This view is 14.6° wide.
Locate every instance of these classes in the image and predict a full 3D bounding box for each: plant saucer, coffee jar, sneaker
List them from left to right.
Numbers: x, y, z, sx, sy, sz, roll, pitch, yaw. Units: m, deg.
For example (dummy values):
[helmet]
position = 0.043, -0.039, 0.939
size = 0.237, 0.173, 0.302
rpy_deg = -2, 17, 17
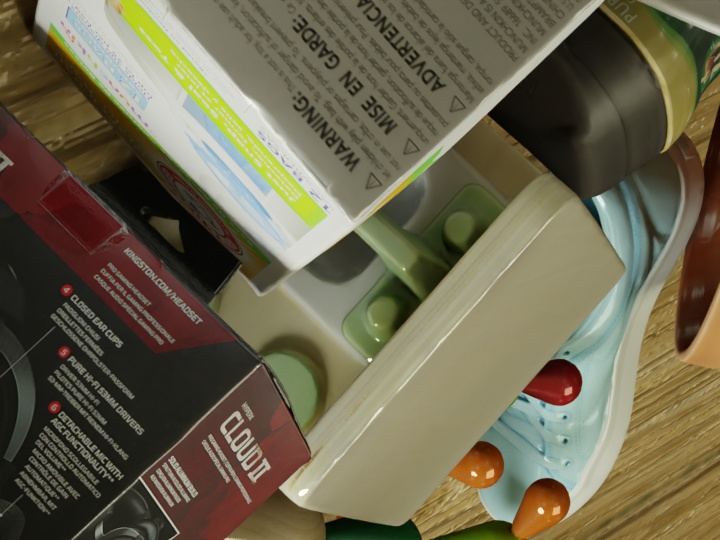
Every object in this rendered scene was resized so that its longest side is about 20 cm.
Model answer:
[sneaker]
position = 0.076, 0.028, 1.192
size = 0.082, 0.074, 0.201
rpy_deg = -14, 128, -47
[coffee jar]
position = 0.117, -0.120, 1.002
size = 0.200, 0.104, 0.085
rpy_deg = -40, 156, -14
[plant saucer]
position = 0.167, -0.058, 1.122
size = 0.200, 0.032, 0.202
rpy_deg = 15, 90, -89

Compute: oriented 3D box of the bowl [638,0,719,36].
[bowl]
position = 0.132, -0.181, 0.885
size = 0.075, 0.199, 0.200
rpy_deg = -86, -158, -61

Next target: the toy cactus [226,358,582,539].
[toy cactus]
position = -0.009, 0.102, 1.155
size = 0.164, 0.103, 0.200
rpy_deg = 10, 132, -37

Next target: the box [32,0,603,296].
[box]
position = -0.015, -0.074, 0.767
size = 0.101, 0.113, 0.200
rpy_deg = -42, -178, -10

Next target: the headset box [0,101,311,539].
[headset box]
position = -0.124, 0.047, 0.810
size = 0.200, 0.149, 0.077
rpy_deg = -43, 155, -11

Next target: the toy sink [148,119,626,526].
[toy sink]
position = 0.000, 0.000, 0.950
size = 0.131, 0.112, 0.200
rpy_deg = -49, 168, 2
